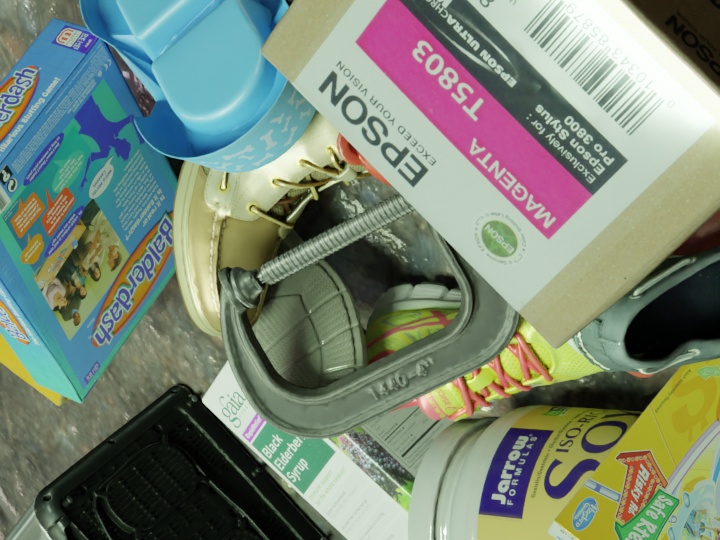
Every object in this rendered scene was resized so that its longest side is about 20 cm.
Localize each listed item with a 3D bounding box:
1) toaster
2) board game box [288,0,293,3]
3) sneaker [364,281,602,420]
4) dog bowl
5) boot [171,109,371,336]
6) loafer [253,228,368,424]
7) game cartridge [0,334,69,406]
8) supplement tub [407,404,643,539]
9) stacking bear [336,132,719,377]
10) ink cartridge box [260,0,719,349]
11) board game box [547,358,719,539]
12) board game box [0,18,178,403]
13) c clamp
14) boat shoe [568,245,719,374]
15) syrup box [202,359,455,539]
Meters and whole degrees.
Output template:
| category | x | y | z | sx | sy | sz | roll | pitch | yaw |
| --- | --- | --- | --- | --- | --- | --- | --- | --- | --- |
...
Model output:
| category | x | y | z | sx | sy | sz | roll | pitch | yaw |
| --- | --- | --- | --- | --- | --- | --- | --- | --- | --- |
| toaster | -0.143 | 0.211 | 1.304 | 0.181 | 0.200 | 0.119 | 46 | 131 | 4 |
| board game box | 0.025 | -0.220 | 1.005 | 0.200 | 0.035 | 0.127 | -1 | 115 | 39 |
| sneaker | 0.073 | 0.054 | 1.097 | 0.200 | 0.090 | 0.078 | -12 | 124 | 44 |
| dog bowl | -0.090 | -0.138 | 1.073 | 0.111 | 0.050 | 0.200 | -39 | 55 | 12 |
| boot | -0.024 | -0.055 | 1.078 | 0.155 | 0.073 | 0.201 | 5 | 81 | 33 |
| loafer | -0.041 | 0.022 | 1.154 | 0.200 | 0.072 | 0.063 | 58 | -176 | 34 |
| game cartridge | -0.277 | -0.017 | 1.384 | 0.200 | 0.032 | 0.177 | 36 | 134 | 18 |
| supplement tub | 0.143 | 0.152 | 1.075 | 0.200 | 0.145 | 0.146 | 1 | 117 | 38 |
| stacking bear | 0.084 | -0.048 | 0.957 | 0.200 | 0.122 | 0.114 | 29 | -178 | -22 |
| ink cartridge box | 0.076 | -0.089 | 0.810 | 0.200 | 0.075 | 0.165 | 45 | 134 | 4 |
| board game box | 0.211 | 0.100 | 0.956 | 0.134 | 0.200 | 0.034 | 39 | 166 | 11 |
| board game box | -0.184 | -0.034 | 1.161 | 0.045 | 0.152 | 0.200 | 19 | 151 | 29 |
| c clamp | 0.000 | 0.000 | 1.043 | 0.200 | 0.027 | 0.171 | -33 | 106 | 13 |
| boat shoe | 0.201 | 0.013 | 0.913 | 0.062 | 0.199 | 0.073 | -143 | 44 | -72 |
| syrup box | 0.000 | 0.112 | 1.208 | 0.200 | 0.081 | 0.079 | 42 | 134 | 7 |
